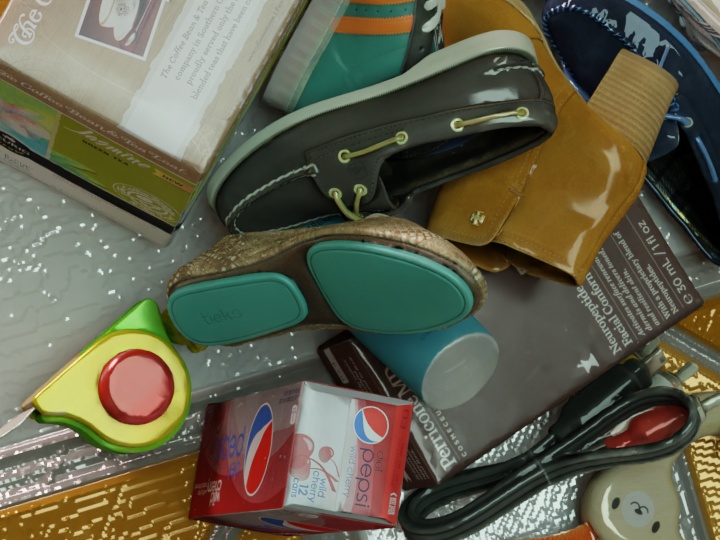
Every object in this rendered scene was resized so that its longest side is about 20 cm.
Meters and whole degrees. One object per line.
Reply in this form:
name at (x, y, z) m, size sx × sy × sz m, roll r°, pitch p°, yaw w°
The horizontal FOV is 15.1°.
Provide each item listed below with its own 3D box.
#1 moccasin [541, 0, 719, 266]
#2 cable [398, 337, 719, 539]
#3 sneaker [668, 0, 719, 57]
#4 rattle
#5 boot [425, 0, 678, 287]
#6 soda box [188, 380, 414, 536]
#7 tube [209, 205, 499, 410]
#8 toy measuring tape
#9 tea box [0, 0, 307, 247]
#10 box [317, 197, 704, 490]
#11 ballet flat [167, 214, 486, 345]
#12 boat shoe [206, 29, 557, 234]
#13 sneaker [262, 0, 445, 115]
moccasin at (0.178, -0.085, 1.597) m, size 0.200 × 0.080 × 0.068 m, roll 44°, pitch 59°, yaw -14°
cable at (0.121, 0.112, 1.565) m, size 0.200 × 0.097 × 0.050 m, roll -38°, pitch 132°, yaw -9°
sneaker at (0.202, -0.174, 1.632) m, size 0.078 × 0.086 × 0.200 m, roll -35°, pitch 73°, yaw -19°
rattle at (0.195, 0.141, 1.561) m, size 0.200 × 0.143 × 0.130 m, roll -11°, pitch 101°, yaw -23°
boot at (0.067, -0.080, 1.542) m, size 0.201 × 0.071 × 0.144 m, roll 25°, pitch 75°, yaw 26°
soda box at (-0.035, 0.104, 1.459) m, size 0.063 × 0.200 × 0.070 m, roll 11°, pitch 81°, yaw -16°
tube at (0.000, 0.000, 1.514) m, size 0.077 × 0.050 × 0.200 m, roll -26°, pitch 47°, yaw -22°
toy measuring tape at (-0.155, 0.092, 1.494) m, size 0.200 × 0.074 × 0.074 m, roll -42°, pitch 96°, yaw -17°
tea box at (-0.105, -0.143, 1.463) m, size 0.134 × 0.197 × 0.200 m, roll 28°, pitch 77°, yaw -2°
box at (0.087, 0.032, 1.573) m, size 0.200 × 0.075 × 0.100 m, roll -34°, pitch 93°, yaw -16°
ballet flat at (-0.014, -0.003, 1.442) m, size 0.065 × 0.200 × 0.071 m, roll -54°, pitch 130°, yaw -43°
boat shoe at (0.010, -0.062, 1.489) m, size 0.201 × 0.072 × 0.061 m, roll -26°, pitch 61°, yaw 12°
sneaker at (0.023, -0.156, 1.513) m, size 0.080 × 0.071 × 0.200 m, roll 31°, pitch 117°, yaw 1°
